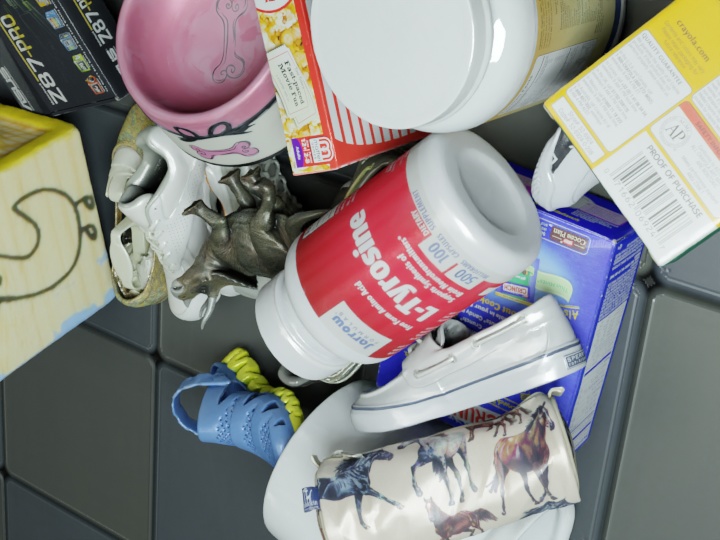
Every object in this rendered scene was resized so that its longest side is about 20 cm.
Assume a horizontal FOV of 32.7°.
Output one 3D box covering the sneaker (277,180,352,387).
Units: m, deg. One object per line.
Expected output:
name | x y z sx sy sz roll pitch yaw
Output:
sneaker | -0.024 0.021 1.038 0.077 0.082 0.200 28 121 27

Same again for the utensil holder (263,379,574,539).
utensil holder | 0.046 0.204 0.999 0.200 0.170 0.170 32 123 28

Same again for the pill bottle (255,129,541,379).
pill bottle | 0.020 -0.004 0.869 0.200 0.112 0.112 -36 83 33

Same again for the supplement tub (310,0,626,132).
supplement tub | 0.074 -0.172 0.817 0.144 0.200 0.144 14 114 34

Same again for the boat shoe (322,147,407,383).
boat shoe | -0.003 -0.001 0.976 0.072 0.060 0.202 18 99 0

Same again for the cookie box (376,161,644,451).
cookie box | 0.111 0.028 0.942 0.171 0.075 0.200 25 120 28

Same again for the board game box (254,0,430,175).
board game box | -0.010 -0.185 0.910 0.046 0.151 0.200 -4 104 39

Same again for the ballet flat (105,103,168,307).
ballet flat | -0.212 -0.057 1.167 0.071 0.071 0.200 15 114 33

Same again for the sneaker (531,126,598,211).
sneaker | 0.209 -0.088 0.810 0.115 0.075 0.200 49 114 13

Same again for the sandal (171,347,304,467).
sandal | -0.107 0.136 1.095 0.200 0.087 0.080 25 128 60

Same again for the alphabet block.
alphabet block | -0.385 -0.035 1.202 0.196 0.195 0.200 16 130 30

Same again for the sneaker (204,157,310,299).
sneaker | -0.080 -0.061 1.068 0.092 0.076 0.200 16 123 24

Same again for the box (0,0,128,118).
box | -0.304 -0.242 1.132 0.161 0.049 0.200 -1 126 46

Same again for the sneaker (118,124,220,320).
sneaker | -0.176 -0.046 1.116 0.078 0.099 0.200 19 115 47

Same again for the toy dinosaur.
toy dinosaur | -0.078 -0.028 0.998 0.200 0.077 0.102 -14 116 38

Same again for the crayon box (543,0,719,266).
crayon box | 0.229 -0.110 0.735 0.200 0.052 0.126 -37 79 21

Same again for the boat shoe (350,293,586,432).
boat shoe | 0.070 0.068 0.900 0.200 0.074 0.065 -22 87 31

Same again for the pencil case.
pencil case | 0.062 0.148 0.877 0.200 0.078 0.089 -19 87 10

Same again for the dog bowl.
dog bowl | -0.109 -0.188 0.983 0.200 0.074 0.200 -6 78 27
